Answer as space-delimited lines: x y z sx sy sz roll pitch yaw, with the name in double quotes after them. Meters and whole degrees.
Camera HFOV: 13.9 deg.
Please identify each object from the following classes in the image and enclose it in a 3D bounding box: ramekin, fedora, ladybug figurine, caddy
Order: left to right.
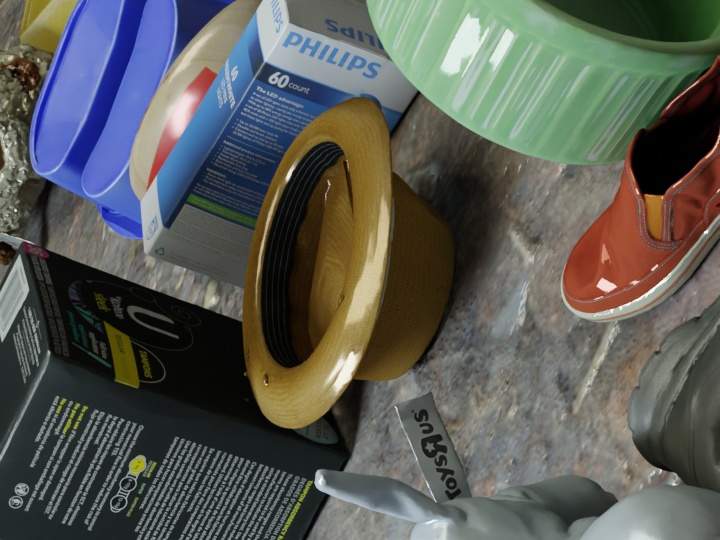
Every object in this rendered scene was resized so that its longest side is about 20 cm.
-0.153 -0.124 2.165 0.141 0.105 0.201 23 93 46 "caddy"
-0.082 -0.099 1.965 0.072 0.135 0.200 48 133 23 "ladybug figurine"
0.000 0.000 1.718 0.201 0.081 0.202 -41 41 50 "fedora"
0.099 -0.147 1.464 0.201 0.199 0.098 -92 23 -44 "ramekin"

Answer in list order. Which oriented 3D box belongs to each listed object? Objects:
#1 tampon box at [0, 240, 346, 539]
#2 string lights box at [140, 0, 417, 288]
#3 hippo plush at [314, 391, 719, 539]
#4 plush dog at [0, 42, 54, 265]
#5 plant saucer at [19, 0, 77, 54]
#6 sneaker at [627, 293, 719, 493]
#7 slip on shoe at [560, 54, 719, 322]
-0.133 0.097 1.791 0.127 0.199 0.150 -62 24 19 "tampon box"
-0.051 -0.082 1.880 0.200 0.102 0.059 -56 27 31 "string lights box"
0.116 0.133 1.265 0.160 0.201 0.159 -13 14 38 "hippo plush"
-0.304 -0.115 2.514 0.199 0.161 0.172 10 63 40 "plush dog"
-0.240 -0.282 2.580 0.200 0.048 0.201 -37 38 53 "plant saucer"
0.191 0.016 1.282 0.091 0.076 0.201 49 124 55 "sneaker"
0.149 -0.043 1.427 0.200 0.061 0.074 -47 33 48 "slip on shoe"
